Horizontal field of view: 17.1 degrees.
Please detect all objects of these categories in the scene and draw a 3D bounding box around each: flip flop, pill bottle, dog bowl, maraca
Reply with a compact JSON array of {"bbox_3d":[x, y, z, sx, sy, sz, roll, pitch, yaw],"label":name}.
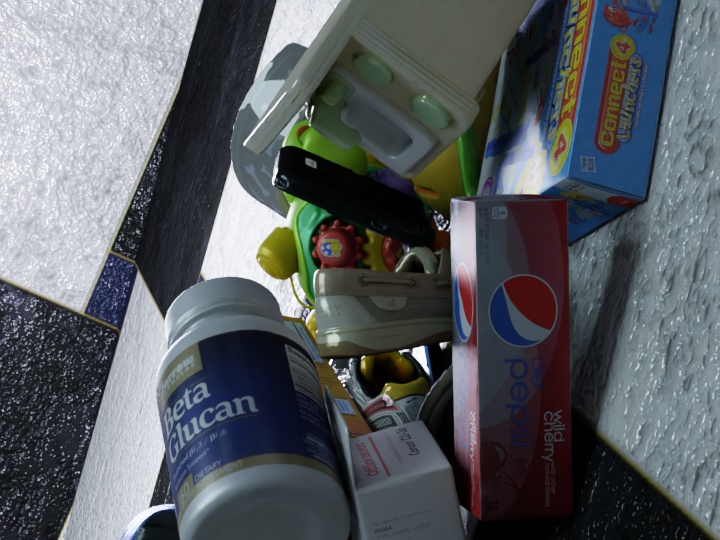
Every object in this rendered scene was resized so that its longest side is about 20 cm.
[{"bbox_3d":[0.072,0.133,1.646,0.081,0.057,0.201,-30,-41,-54],"label":"flip flop"},{"bbox_3d":[-0.076,0.101,1.571,0.201,0.110,0.111,-106,31,-45],"label":"pill bottle"},{"bbox_3d":[-0.008,-0.115,1.978,0.059,0.199,0.201,48,128,39],"label":"dog bowl"},{"bbox_3d":[0.079,-0.086,1.758,0.137,0.106,0.202,58,-156,-75],"label":"maraca"}]

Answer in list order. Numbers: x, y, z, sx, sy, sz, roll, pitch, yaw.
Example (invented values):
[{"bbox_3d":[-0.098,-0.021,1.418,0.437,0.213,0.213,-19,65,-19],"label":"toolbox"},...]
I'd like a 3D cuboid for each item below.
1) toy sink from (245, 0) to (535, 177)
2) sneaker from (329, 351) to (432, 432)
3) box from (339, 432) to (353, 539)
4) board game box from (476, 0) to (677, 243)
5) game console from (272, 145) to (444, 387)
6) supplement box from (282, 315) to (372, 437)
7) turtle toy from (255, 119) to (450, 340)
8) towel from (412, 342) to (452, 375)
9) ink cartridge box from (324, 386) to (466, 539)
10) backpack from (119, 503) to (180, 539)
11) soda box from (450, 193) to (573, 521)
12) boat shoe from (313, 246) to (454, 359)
[{"bbox_3d":[0.031,-0.145,1.612,0.201,0.112,0.130,-57,6,-24],"label":"toy sink"},{"bbox_3d":[0.022,0.091,1.831,0.200,0.077,0.083,-143,46,-67],"label":"sneaker"},{"bbox_3d":[-0.005,0.204,1.665,0.200,0.048,0.118,57,-145,-43],"label":"box"},{"bbox_3d":[0.146,-0.125,1.619,0.196,0.055,0.202,142,140,-70],"label":"board game box"},{"bbox_3d":[0.000,0.000,1.735,0.200,0.175,0.117,-103,36,-82],"label":"game console"},{"bbox_3d":[-0.053,0.103,1.821,0.200,0.068,0.067,-123,45,-61],"label":"supplement box"},{"bbox_3d":[-0.004,-0.036,1.896,0.146,0.200,0.101,-47,27,-23],"label":"turtle toy"},{"bbox_3d":[0.073,0.063,1.810,0.200,0.018,0.087,-128,50,-73],"label":"towel"},{"bbox_3d":[0.031,0.175,1.560,0.116,0.067,0.202,-127,24,-75],"label":"ink cartridge box"},{"bbox_3d":[-0.116,0.280,1.958,0.168,0.199,0.164,157,126,-73],"label":"backpack"},{"bbox_3d":[0.095,0.053,1.512,0.070,0.063,0.202,-159,67,-77],"label":"soda box"},{"bbox_3d":[0.051,0.015,1.577,0.072,0.199,0.066,-9,89,52],"label":"boat shoe"}]
